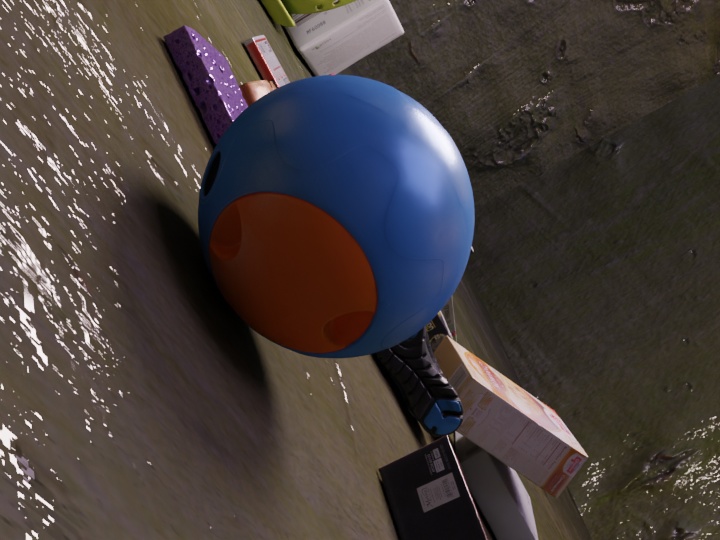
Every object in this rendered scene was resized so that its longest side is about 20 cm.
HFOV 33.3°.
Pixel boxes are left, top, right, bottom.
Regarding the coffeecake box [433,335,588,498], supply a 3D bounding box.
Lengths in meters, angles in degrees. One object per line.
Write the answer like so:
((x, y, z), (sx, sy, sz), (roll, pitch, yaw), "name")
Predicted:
((0.185, 0.191, 1.589), (0.199, 0.073, 0.154), (35, 8, -17), "coffeecake box")

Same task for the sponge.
((-0.119, -0.131, 1.161), (0.202, 0.030, 0.112), (65, 8, 11), "sponge")

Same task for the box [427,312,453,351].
((0.074, 0.011, 1.903), (0.162, 0.049, 0.201), (60, 6, -42), "box")

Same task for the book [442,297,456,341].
((0.132, 0.030, 2.074), (0.201, 0.048, 0.135), (76, -4, -61), "book")

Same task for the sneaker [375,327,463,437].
((0.052, 0.101, 1.418), (0.082, 0.073, 0.202), (-178, -115, -80), "sneaker")

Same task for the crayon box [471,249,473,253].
((0.137, -0.128, 2.178), (0.126, 0.051, 0.202), (42, 27, -68), "crayon box")

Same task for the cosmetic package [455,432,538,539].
((0.185, 0.291, 1.654), (0.152, 0.051, 0.200), (59, 8, -4), "cosmetic package")

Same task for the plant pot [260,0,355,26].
((-0.118, -0.560, 2.108), (0.201, 0.180, 0.200), (56, 10, -41), "plant pot")

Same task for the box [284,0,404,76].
((-0.054, -0.513, 2.307), (0.201, 0.199, 0.171), (63, 6, 17), "box")

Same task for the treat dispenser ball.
((-0.017, -0.038, 0.867), (0.202, 0.199, 0.201), (60, 8, -14), "treat dispenser ball")

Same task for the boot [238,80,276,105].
((-0.072, -0.134, 1.346), (0.156, 0.073, 0.200), (59, 4, 5), "boot")

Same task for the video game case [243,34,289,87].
((-0.102, -0.239, 1.705), (0.201, 0.017, 0.143), (61, 7, -10), "video game case")

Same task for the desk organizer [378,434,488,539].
((0.085, 0.253, 1.041), (0.077, 0.071, 0.201), (58, 9, -44), "desk organizer")

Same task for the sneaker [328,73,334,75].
((-0.043, -0.237, 1.877), (0.116, 0.078, 0.200), (60, 9, -5), "sneaker")
